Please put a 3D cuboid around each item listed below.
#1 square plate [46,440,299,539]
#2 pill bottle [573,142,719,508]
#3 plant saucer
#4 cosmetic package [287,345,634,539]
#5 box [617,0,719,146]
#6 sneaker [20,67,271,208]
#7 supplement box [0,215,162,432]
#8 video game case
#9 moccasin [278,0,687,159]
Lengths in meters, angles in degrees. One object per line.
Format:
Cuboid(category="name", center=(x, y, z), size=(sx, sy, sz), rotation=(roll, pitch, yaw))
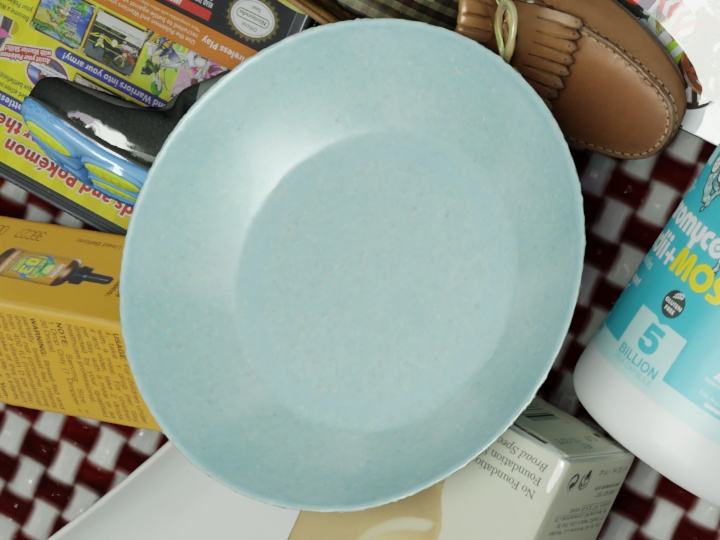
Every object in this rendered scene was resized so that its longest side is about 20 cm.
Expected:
Cuboid(category="square plate", center=(-0.036, 0.161, 1.197), size=(0.200, 0.028, 0.198), rotation=(-40, 92, 22))
Cuboid(category="pill bottle", center=(0.183, -0.005, 1.101), size=(0.111, 0.111, 0.200), rotation=(35, 101, 13))
Cuboid(category="plant saucer", center=(0.000, 0.000, 1.062), size=(0.200, 0.039, 0.202), rotation=(-6, 73, 22))
Cuboid(category="cosmetic package", center=(0.020, 0.140, 1.102), size=(0.105, 0.071, 0.201), rotation=(28, 103, 26))
Cuboid(category="box", center=(0.143, -0.170, 1.142), size=(0.136, 0.038, 0.201), rotation=(27, 100, 14))
Cuboid(category="sneaker", center=(-0.046, -0.061, 1.141), size=(0.199, 0.071, 0.083), rotation=(5, 84, -8))
Cuboid(category="supplement box", center=(-0.157, 0.019, 1.200), size=(0.199, 0.067, 0.069), rotation=(7, 129, 30))
Cuboid(category="video game case", center=(-0.113, -0.118, 1.215), size=(0.200, 0.025, 0.181), rotation=(28, 100, 23))
Cuboid(category="moccasin", center=(0.042, -0.102, 1.099), size=(0.201, 0.078, 0.074), rotation=(32, 126, -9))
